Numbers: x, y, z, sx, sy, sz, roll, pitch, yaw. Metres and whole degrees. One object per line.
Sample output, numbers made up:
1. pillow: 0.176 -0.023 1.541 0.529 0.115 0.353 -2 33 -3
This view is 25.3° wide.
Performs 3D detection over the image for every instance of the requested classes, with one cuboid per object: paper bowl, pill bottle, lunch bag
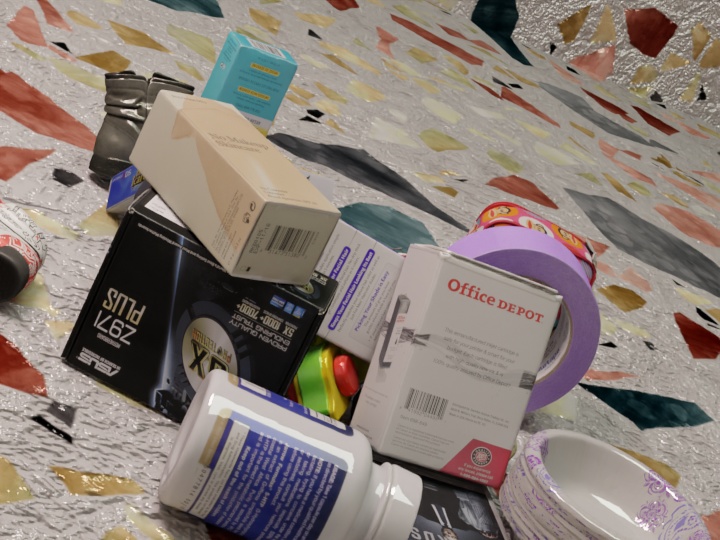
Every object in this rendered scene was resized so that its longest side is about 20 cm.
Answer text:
1. paper bowl: 0.222 0.249 1.521 0.200 0.105 0.201 26 20 -10
2. pill bottle: -0.056 0.174 1.332 0.199 0.120 0.120 25 20 -9
3. lunch bag: 0.180 0.038 1.838 0.175 0.201 0.082 26 21 -9

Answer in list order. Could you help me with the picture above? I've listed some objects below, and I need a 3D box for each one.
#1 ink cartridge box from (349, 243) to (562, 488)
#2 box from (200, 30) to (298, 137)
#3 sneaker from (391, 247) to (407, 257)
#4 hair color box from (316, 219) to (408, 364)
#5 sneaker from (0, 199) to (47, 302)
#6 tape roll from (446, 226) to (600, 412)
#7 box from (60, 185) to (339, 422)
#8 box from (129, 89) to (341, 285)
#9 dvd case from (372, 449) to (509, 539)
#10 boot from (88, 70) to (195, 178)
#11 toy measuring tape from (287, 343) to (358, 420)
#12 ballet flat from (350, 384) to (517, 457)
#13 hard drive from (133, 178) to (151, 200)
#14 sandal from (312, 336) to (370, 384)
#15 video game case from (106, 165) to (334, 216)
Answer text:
1. ink cartridge box: 0.091 0.090 1.559 0.145 0.201 0.085 20 0 -24
2. box: -0.155 -0.178 1.928 0.082 0.201 0.049 16 21 -28
3. sneaker: 0.000 0.000 1.662 0.199 0.081 0.075 25 5 -25
4. hair color box: -0.013 0.018 1.584 0.199 0.110 0.065 30 -2 -27
5. sneaker: -0.391 -0.047 1.516 0.200 0.068 0.108 31 19 -2
6. tape roll: 0.162 0.056 1.771 0.199 0.201 0.066 23 21 -13
7. box: -0.145 0.045 1.464 0.199 0.165 0.086 28 20 0
8. box: -0.116 -0.076 1.441 0.095 0.078 0.200 7 29 -44
9. dvd case: 0.071 0.240 1.473 0.149 0.025 0.200 20 21 -20
10. boot: -0.211 -0.156 1.864 0.198 0.132 0.068 14 4 -16
11. toy measuring tape: -0.047 0.116 1.544 0.073 0.074 0.200 29 18 5
12. ballet flat: 0.081 0.158 1.632 0.199 0.057 0.067 16 24 -28
13. hard drive: -0.152 0.003 1.594 0.201 0.042 0.135 61 10 12
14. sandal: -0.052 0.049 1.704 0.200 0.080 0.087 39 20 24
15. video game case: -0.155 -0.082 1.755 0.180 0.046 0.200 17 -19 -29
